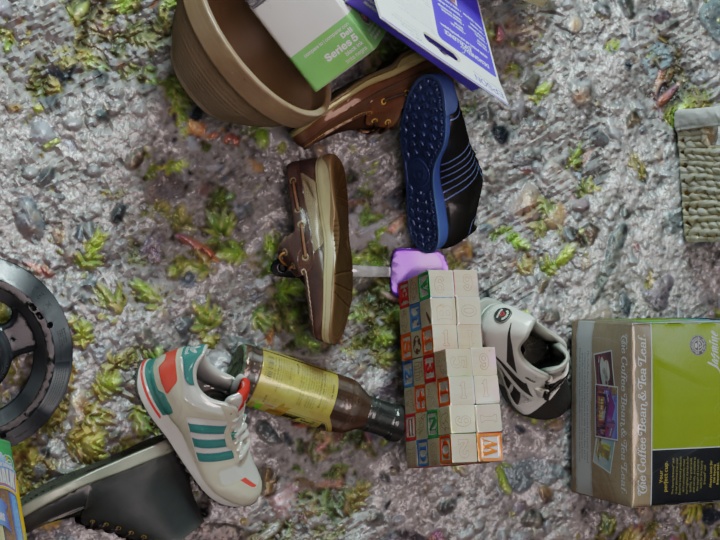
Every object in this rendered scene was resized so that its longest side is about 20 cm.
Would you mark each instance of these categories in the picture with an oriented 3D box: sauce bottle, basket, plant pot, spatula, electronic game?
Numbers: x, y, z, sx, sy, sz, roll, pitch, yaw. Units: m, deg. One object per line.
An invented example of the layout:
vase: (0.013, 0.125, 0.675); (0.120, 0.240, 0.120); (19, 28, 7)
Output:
sauce bottle: (-0.043, 0.135, 1.585); (0.199, 0.065, 0.065); (20, 84, -17)
basket: (0.487, -0.114, 1.701); (0.199, 0.198, 0.162); (-3, 94, -20)
plant pot: (-0.127, -0.217, 1.514); (0.092, 0.201, 0.201); (-32, 104, 24)
spatula: (0.000, 0.000, 1.622); (0.199, 0.021, 0.057); (3, 91, -19)
electronic game: (-0.384, 0.084, 1.476); (0.198, 0.042, 0.202); (-1, 96, -13)

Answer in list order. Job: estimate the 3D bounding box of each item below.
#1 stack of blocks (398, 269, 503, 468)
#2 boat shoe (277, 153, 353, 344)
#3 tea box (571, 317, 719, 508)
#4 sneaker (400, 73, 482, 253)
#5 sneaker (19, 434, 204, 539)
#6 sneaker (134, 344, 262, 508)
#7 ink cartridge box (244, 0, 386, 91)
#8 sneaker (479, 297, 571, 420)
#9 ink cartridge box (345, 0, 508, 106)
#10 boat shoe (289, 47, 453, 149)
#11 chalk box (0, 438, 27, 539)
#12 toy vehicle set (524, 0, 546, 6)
stack of blocks: (0.092, 0.103, 1.563); (0.058, 0.115, 0.202); (1, 80, -22)
boat shoe: (-0.052, -0.021, 1.574); (0.071, 0.072, 0.202); (-5, 82, 15)
tea box: (0.351, 0.154, 1.685); (0.195, 0.133, 0.202); (1, 90, -23)
sneaker: (0.092, -0.120, 1.611); (0.078, 0.070, 0.201); (-22, 123, -39)
sneaker: (-0.256, 0.249, 1.504); (0.199, 0.075, 0.107); (-22, 94, -19)
sneaker: (-0.141, 0.157, 1.517); (0.093, 0.070, 0.200); (-24, 115, 20)
ink cartridge box: (-0.062, -0.302, 1.526); (0.084, 0.146, 0.200); (-32, 104, 23)
sneaker: (0.195, 0.109, 1.629); (0.200, 0.088, 0.074); (47, 65, -43)
ink cartridge box: (0.058, -0.269, 1.539); (0.198, 0.043, 0.201); (28, 36, -37)
boat shoe: (0.017, -0.178, 1.600); (0.199, 0.072, 0.068); (-32, 99, -19)
chalk box: (-0.396, 0.221, 1.402); (0.124, 0.124, 0.201); (-14, 75, 6)
toy vehicle set: (0.109, -0.360, 1.596); (0.199, 0.027, 0.125); (14, 46, -31)
